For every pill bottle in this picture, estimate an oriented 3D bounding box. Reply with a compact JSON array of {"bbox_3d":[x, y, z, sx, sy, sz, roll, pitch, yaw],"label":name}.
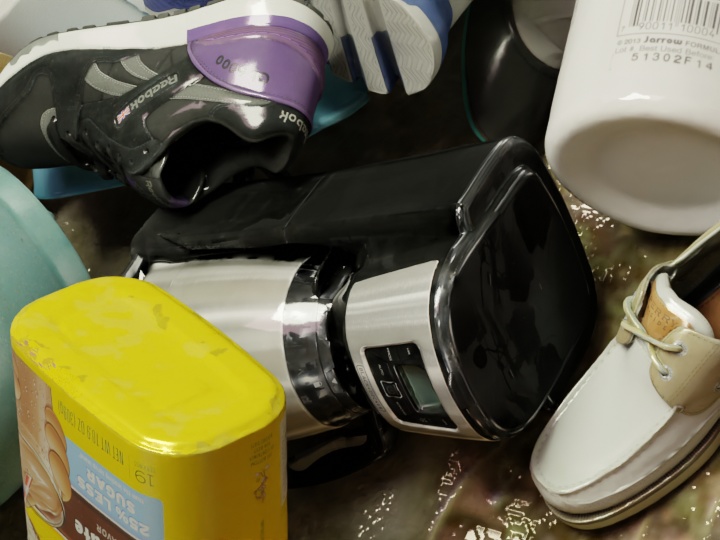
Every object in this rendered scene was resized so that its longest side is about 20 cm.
[{"bbox_3d":[0.160,-0.127,1.155,0.114,0.114,0.200,-4,57,32],"label":"pill bottle"}]

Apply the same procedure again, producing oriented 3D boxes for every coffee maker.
[{"bbox_3d":[0.000,0.000,1.166,0.200,0.135,0.192,-7,56,31],"label":"coffee maker"}]

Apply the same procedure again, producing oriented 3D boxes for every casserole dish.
[{"bbox_3d":[-0.090,-0.084,1.305,0.200,0.039,0.121,-9,18,29],"label":"casserole dish"}]

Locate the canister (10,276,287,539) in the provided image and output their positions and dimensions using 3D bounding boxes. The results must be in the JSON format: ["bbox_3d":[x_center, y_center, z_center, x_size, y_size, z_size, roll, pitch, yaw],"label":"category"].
[{"bbox_3d":[-0.092,0.119,1.098,0.087,0.200,0.149,-23,40,-32],"label":"canister"}]

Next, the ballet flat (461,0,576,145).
[{"bbox_3d":[0.098,-0.156,1.242,0.068,0.068,0.200,-25,46,50],"label":"ballet flat"}]

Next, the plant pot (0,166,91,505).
[{"bbox_3d":[-0.217,0.026,1.275,0.134,0.200,0.200,-36,43,-21],"label":"plant pot"}]

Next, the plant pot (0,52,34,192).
[{"bbox_3d":[-0.253,-0.047,1.330,0.200,0.200,0.027,-33,61,12],"label":"plant pot"}]

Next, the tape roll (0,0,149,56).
[{"bbox_3d":[-0.152,-0.196,1.388,0.202,0.071,0.202,-44,27,30],"label":"tape roll"}]

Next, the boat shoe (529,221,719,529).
[{"bbox_3d":[0.146,0.028,1.094,0.200,0.068,0.075,-46,49,2],"label":"boat shoe"}]

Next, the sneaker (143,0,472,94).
[{"bbox_3d":[-0.014,-0.156,1.240,0.199,0.081,0.115,19,47,32],"label":"sneaker"}]

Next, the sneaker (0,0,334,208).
[{"bbox_3d":[-0.109,-0.070,1.192,0.200,0.076,0.088,-14,53,32],"label":"sneaker"}]
